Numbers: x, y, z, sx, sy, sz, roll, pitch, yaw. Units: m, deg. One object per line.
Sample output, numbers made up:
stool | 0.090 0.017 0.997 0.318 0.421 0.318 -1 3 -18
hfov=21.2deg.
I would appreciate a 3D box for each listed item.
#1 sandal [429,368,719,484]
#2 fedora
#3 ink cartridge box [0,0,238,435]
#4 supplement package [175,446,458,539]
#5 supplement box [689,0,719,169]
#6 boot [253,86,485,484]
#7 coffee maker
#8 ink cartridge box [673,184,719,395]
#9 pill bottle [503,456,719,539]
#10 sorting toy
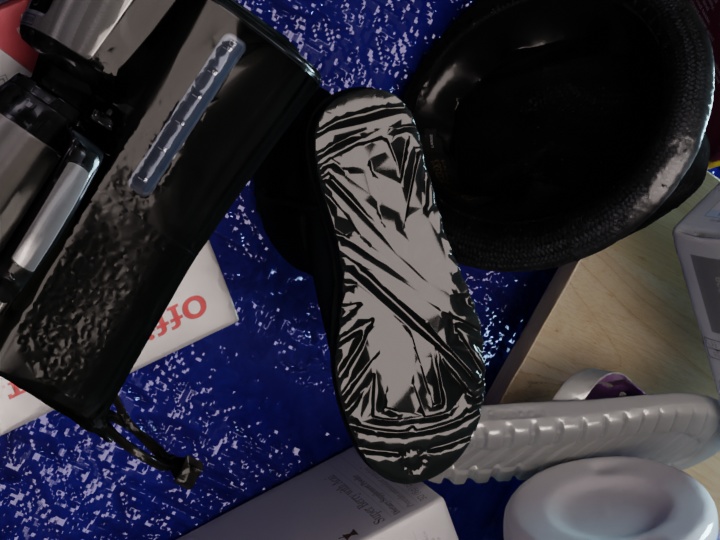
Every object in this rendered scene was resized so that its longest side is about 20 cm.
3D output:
sandal | 0.120 0.079 1.055 0.201 0.083 0.050 1 57 -27
fedora | 0.116 -0.071 1.042 0.091 0.200 0.201 31 89 -47
ink cartridge box | -0.167 -0.038 0.985 0.146 0.083 0.201 -26 107 -15
supplement package | -0.042 0.202 1.057 0.199 0.121 0.120 -27 109 -14
supplement box | 0.248 -0.151 1.048 0.110 0.200 0.086 -17 68 -21
boot | 0.000 0.000 1.003 0.076 0.168 0.202 -13 96 -11
coffee maker | -0.113 -0.036 0.907 0.201 0.134 0.192 -56 136 -4
ink cartridge box | 0.261 -0.007 1.058 0.200 0.047 0.161 -41 123 -32
pill bottle | 0.137 0.213 1.034 0.113 0.114 0.201 -13 115 -17
sorting toy | 0.181 0.051 1.139 0.199 0.070 0.200 30 89 -22
